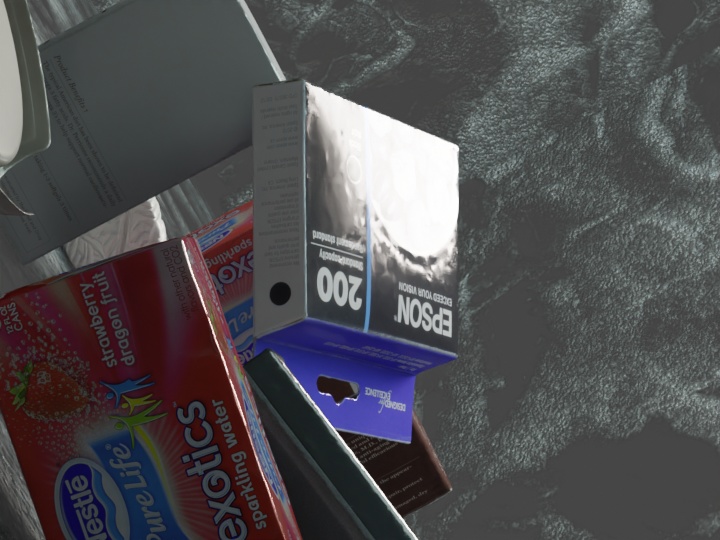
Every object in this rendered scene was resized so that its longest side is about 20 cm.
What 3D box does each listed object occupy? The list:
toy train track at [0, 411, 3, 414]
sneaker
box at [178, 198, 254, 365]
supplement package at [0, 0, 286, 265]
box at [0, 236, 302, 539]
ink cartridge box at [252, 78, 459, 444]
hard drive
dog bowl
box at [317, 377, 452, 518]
[{"bbox_3d":[-0.180,0.020,0.926,0.115,0.033,0.200,62,-1,21],"label":"toy train track"},{"bbox_3d":[-0.192,-0.056,1.620,0.199,0.079,0.130,52,7,11],"label":"sneaker"},{"bbox_3d":[-0.084,0.022,1.436,0.103,0.200,0.095,63,-2,-13],"label":"box"},{"bbox_3d":[-0.152,-0.106,1.358,0.117,0.200,0.117,62,0,-9],"label":"supplement package"},{"bbox_3d":[-0.088,0.093,0.933,0.095,0.100,0.200,-101,172,-89],"label":"box"},{"bbox_3d":[0.000,0.000,1.321,0.198,0.043,0.200,16,72,-58],"label":"ink cartridge box"},{"bbox_3d":[-0.022,0.147,1.201,0.200,0.033,0.140,53,-29,3],"label":"hard drive"},{"bbox_3d":[-0.214,-0.119,1.079,0.200,0.059,0.200,-13,90,-84],"label":"dog bowl"},{"bbox_3d":[-0.036,0.147,2.105,0.200,0.164,0.166,61,1,-44],"label":"box"}]
